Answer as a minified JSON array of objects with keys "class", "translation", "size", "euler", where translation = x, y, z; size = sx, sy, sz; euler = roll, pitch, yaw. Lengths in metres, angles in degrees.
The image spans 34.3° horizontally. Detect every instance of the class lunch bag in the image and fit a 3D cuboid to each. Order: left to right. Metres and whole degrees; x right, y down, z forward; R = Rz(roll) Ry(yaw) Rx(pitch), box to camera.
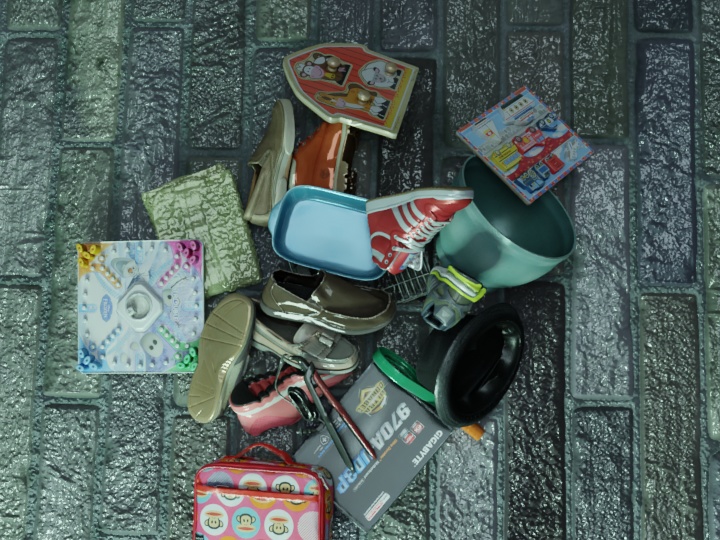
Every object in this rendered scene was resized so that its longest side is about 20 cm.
[{"class":"lunch bag","translation":[-0.137,0.336,1.668],"size":[0.200,0.082,0.176],"euler":[2,91,13]}]

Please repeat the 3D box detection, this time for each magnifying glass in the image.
[{"class":"magnifying glass","translation":[0.099,0.181,1.715],"size":[0.200,0.080,0.022],"euler":[37,101,-2]}]

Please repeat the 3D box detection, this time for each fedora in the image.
[{"class":"fedora","translation":[0.149,0.127,1.690],"size":[0.092,0.201,0.201],"euler":[22,80,39]}]

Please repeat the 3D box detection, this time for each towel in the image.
[{"class":"towel","translation":[-0.239,-0.054,1.781],"size":[0.148,0.036,0.200],"euler":[-19,80,-1]}]

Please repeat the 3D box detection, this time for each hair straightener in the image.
[{"class":"hair straightener","translation":[-0.061,0.206,1.659],"size":[0.077,0.041,0.200],"euler":[-35,97,-8]}]

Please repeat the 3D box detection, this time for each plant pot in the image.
[{"class":"plant pot","translation":[0.194,-0.052,1.694],"size":[0.200,0.200,0.134],"euler":[45,126,8]}]

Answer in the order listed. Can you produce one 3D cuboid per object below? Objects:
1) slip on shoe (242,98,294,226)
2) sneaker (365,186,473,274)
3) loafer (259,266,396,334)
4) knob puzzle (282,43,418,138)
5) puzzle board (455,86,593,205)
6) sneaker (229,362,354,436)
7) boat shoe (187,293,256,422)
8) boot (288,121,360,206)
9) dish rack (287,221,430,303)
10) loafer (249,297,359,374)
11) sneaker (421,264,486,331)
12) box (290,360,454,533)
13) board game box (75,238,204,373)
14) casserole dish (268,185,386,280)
[{"class":"slip on shoe","translation":[-0.140,-0.166,1.775],"size":[0.061,0.076,0.200],"euler":[7,87,-14]},{"class":"sneaker","translation":[0.084,-0.055,1.621],"size":[0.071,0.200,0.113],"euler":[2,83,-38]},{"class":"loafer","translation":[-0.047,0.040,1.672],"size":[0.200,0.071,0.073],"euler":[5,45,1]},{"class":"knob puzzle","translation":[-0.020,-0.292,1.759],"size":[0.219,0.030,0.220],"euler":[8,47,-9]},{"class":"puzzle board","translation":[0.249,-0.192,1.734],"size":[0.151,0.017,0.200],"euler":[46,47,8]},{"class":"sneaker","translation":[-0.096,0.180,1.729],"size":[0.200,0.074,0.087],"euler":[-22,125,-16]},{"class":"boat shoe","translation":[-0.197,0.127,1.715],"size":[0.072,0.065,0.200],"euler":[21,99,23]},{"class":"boot","translation":[-0.057,-0.197,1.782],"size":[0.107,0.075,0.200],"euler":[3,75,16]},{"class":"dish rack","translation":[0.000,0.000,1.755],"size":[0.200,0.055,0.154],"euler":[-19,82,-3]},{"class":"loafer","translation":[-0.096,0.094,1.705],"size":[0.200,0.063,0.072],"euler":[17,42,23]},{"class":"sneaker","translation":[0.116,0.042,1.643],"size":[0.074,0.200,0.081],"euler":[37,84,1]},{"class":"box","translation":[0.015,0.258,1.713],"size":[0.159,0.046,0.200],"euler":[41,85,8]},{"class":"board game box","translation":[-0.333,0.054,1.746],"size":[0.200,0.026,0.200],"euler":[-1,87,10]},{"class":"casserole dish","translation":[-0.036,-0.053,1.718],"size":[0.200,0.039,0.121],"euler":[14,80,3]}]
